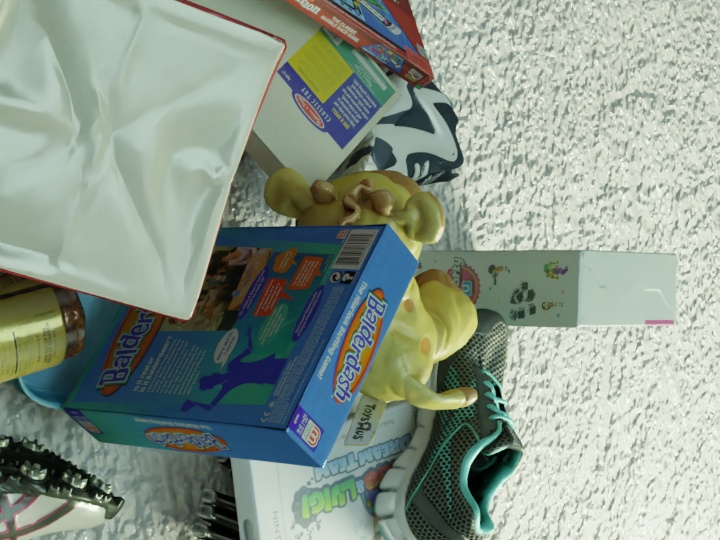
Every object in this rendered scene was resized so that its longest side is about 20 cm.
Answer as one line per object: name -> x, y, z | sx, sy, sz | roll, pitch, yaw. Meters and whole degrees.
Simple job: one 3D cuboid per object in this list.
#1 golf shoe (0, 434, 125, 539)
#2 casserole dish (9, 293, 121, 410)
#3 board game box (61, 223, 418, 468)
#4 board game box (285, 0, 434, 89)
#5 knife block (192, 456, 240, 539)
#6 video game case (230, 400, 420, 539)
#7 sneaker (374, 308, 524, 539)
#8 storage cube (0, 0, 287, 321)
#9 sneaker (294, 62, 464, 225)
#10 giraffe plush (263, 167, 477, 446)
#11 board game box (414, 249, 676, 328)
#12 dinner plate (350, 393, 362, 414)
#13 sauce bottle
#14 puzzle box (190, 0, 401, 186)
golf shoe -> -0.239, 0.148, 0.999 | 0.200, 0.077, 0.088 | 14, 99, -46
casserole dish -> -0.170, 0.034, 1.089 | 0.200, 0.039, 0.121 | 6, 86, -48
board game box -> -0.078, 0.042, 1.016 | 0.045, 0.200, 0.152 | 50, 56, -38
board game box -> -0.023, -0.216, 1.195 | 0.200, 0.019, 0.103 | 27, 37, -45
knife block -> -0.040, 0.210, 1.223 | 0.176, 0.064, 0.200 | -33, 115, -43
video game case -> -0.007, 0.197, 1.155 | 0.200, 0.024, 0.182 | -11, 96, -49
sneaker -> 0.086, 0.118, 1.180 | 0.078, 0.091, 0.200 | 43, 56, -40
storage cube -> -0.178, -0.089, 0.914 | 0.200, 0.180, 0.171 | 18, 94, -32
sneaker -> 0.028, -0.077, 1.285 | 0.130, 0.079, 0.199 | 31, 57, -36
giraffe plush -> 0.000, 0.000, 1.116 | 0.200, 0.172, 0.162 | -100, -175, -63
board game box -> 0.136, 0.015, 1.319 | 0.147, 0.200, 0.064 | 3, 88, -49
dinner plate -> 0.003, 0.159, 1.205 | 0.200, 0.024, 0.200 | 5, 83, -50
sauce bottle -> -0.262, 0.048, 0.942 | 0.200, 0.066, 0.066 | -16, 103, -29
puzzle box -> -0.071, -0.161, 1.162 | 0.200, 0.025, 0.133 | 49, 52, -12
